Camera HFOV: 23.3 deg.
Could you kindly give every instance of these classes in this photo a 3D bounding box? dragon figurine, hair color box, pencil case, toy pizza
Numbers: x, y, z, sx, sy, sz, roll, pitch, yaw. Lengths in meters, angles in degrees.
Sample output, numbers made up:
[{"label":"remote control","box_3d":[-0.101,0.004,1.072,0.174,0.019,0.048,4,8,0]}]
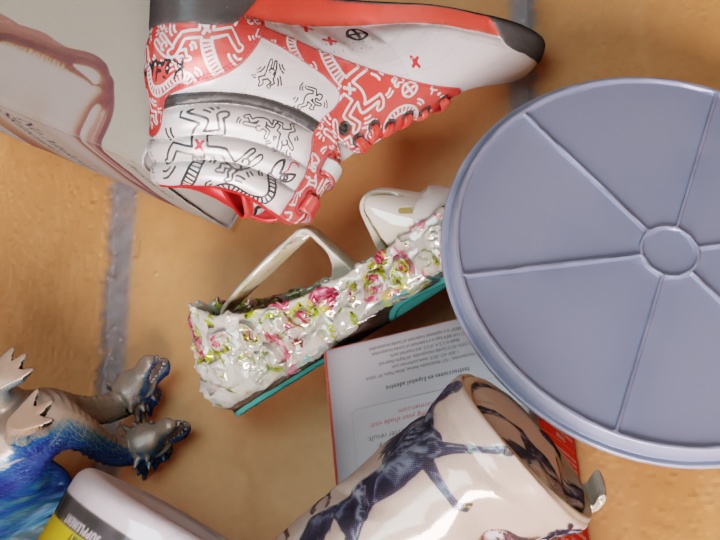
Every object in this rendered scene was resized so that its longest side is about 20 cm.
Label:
[{"label":"dragon figurine","box_3d":[-0.175,0.102,0.849,0.200,0.100,0.059,-36,53,-6]},{"label":"hair color box","box_3d":[0.048,0.126,0.775,0.101,0.061,0.201,-14,66,19]},{"label":"pencil case","box_3d":[0.006,0.132,0.714,0.200,0.089,0.078,-43,31,6]},{"label":"toy pizza","box_3d":[0.133,-0.001,0.770,0.199,0.032,0.201,3,58,-5]}]

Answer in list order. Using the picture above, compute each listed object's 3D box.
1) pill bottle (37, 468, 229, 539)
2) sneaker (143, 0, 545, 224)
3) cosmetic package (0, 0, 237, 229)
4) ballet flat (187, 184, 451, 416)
[{"label":"pill bottle","box_3d":[-0.128,0.203,0.793,0.114,0.114,0.201,26,83,29]},{"label":"sneaker","box_3d":[-0.008,-0.074,0.836,0.067,0.200,0.109,-174,88,-66]},{"label":"cosmetic package","box_3d":[-0.147,-0.105,0.921,0.199,0.103,0.088,22,81,30]},{"label":"ballet flat","box_3d":[0.000,0.000,0.831,0.199,0.076,0.064,-30,90,10]}]
